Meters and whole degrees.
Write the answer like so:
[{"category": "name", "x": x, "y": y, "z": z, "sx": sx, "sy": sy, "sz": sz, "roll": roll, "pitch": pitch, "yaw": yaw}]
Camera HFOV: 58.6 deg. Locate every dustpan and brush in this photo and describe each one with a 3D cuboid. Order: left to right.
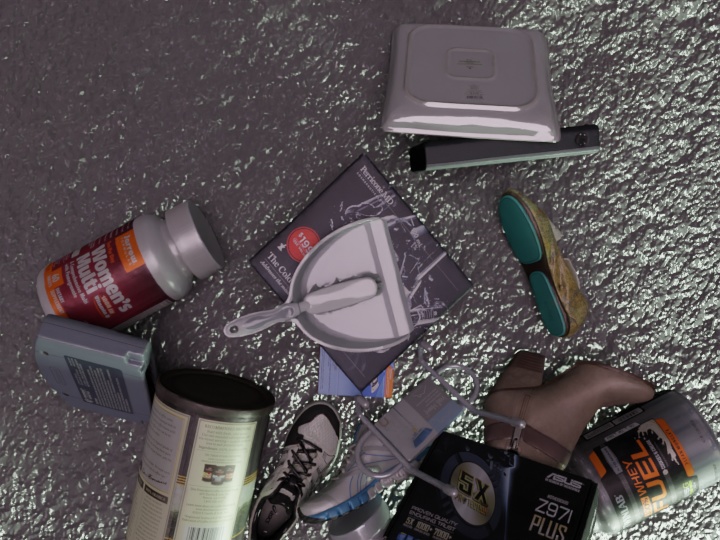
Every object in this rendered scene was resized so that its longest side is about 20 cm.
[{"category": "dustpan and brush", "x": -0.049, "y": 0.035, "z": 0.688, "sx": 0.195, "sy": 0.057, "sz": 0.143, "roll": -16, "pitch": 95, "yaw": 0}]

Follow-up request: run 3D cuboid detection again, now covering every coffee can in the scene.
[{"category": "coffee can", "x": -0.195, "y": 0.239, "z": 0.776, "sx": 0.143, "sy": 0.146, "sz": 0.205, "roll": 13, "pitch": 94, "yaw": -3}]

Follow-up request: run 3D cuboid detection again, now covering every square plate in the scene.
[{"category": "square plate", "x": 0.128, "y": -0.229, "z": 0.744, "sx": 0.195, "sy": 0.029, "sz": 0.201, "roll": 4, "pitch": 52, "yaw": 5}]

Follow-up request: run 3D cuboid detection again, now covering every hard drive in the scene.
[{"category": "hard drive", "x": 0.162, "y": -0.144, "z": 0.766, "sx": 0.195, "sy": 0.140, "sz": 0.034, "roll": -6, "pitch": 98, "yaw": -2}]

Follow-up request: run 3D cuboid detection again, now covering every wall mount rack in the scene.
[{"category": "wall mount rack", "x": 0.089, "y": 0.181, "z": 0.768, "sx": 0.199, "sy": 0.075, "sz": 0.173, "roll": -36, "pitch": 55, "yaw": -23}]

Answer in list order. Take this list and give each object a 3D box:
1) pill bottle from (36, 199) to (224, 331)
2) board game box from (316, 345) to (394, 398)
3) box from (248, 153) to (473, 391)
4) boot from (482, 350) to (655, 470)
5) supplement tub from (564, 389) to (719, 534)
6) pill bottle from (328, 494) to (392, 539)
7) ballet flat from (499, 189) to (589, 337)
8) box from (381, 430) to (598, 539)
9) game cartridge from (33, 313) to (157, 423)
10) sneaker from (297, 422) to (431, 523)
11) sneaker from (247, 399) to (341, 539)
[{"category": "pill bottle", "x": -0.272, "y": 0.001, "z": 0.774, "sx": 0.197, "sy": 0.110, "sz": 0.111, "roll": -28, "pitch": 95, "yaw": 0}, {"category": "board game box", "x": -0.002, "y": 0.061, "z": 0.835, "sx": 0.100, "sy": 0.019, "sz": 0.206, "roll": 3, "pitch": 94, "yaw": -1}, {"category": "box", "x": 0.000, "y": 0.000, "z": 0.770, "sx": 0.182, "sy": 0.104, "sz": 0.201, "roll": -42, "pitch": 94, "yaw": 0}, {"category": "boot", "x": 0.251, "y": 0.185, "z": 0.792, "sx": 0.196, "sy": 0.071, "sz": 0.148, "roll": 10, "pitch": 59, "yaw": 22}, {"category": "supplement tub", "x": 0.339, "y": 0.247, "z": 0.811, "sx": 0.197, "sy": 0.123, "sz": 0.125, "roll": -27, "pitch": 95, "yaw": 0}, {"category": "pill bottle", "x": 0.042, "y": 0.394, "z": 0.814, "sx": 0.111, "sy": 0.112, "sz": 0.203, "roll": -30, "pitch": 95, "yaw": 0}, {"category": "ballet flat", "x": 0.239, "y": -0.015, "z": 0.823, "sx": 0.069, "sy": 0.071, "sz": 0.204, "roll": -23, "pitch": 94, "yaw": 0}, {"category": "box", "x": 0.149, "y": 0.296, "z": 0.725, "sx": 0.196, "sy": 0.164, "sz": 0.088, "roll": 12, "pitch": 132, "yaw": 31}, {"category": "game cartridge", "x": -0.306, "y": 0.120, "z": 0.753, "sx": 0.130, "sy": 0.201, "sz": 0.042, "roll": 19, "pitch": 55, "yaw": -1}, {"category": "sneaker", "x": 0.000, "y": 0.244, "z": 0.813, "sx": 0.197, "sy": 0.075, "sz": 0.088, "roll": -23, "pitch": 82, "yaw": -27}, {"category": "sneaker", "x": -0.080, "y": 0.265, "z": 0.813, "sx": 0.074, "sy": 0.088, "sz": 0.203, "roll": 25, "pitch": 91, "yaw": -2}]
